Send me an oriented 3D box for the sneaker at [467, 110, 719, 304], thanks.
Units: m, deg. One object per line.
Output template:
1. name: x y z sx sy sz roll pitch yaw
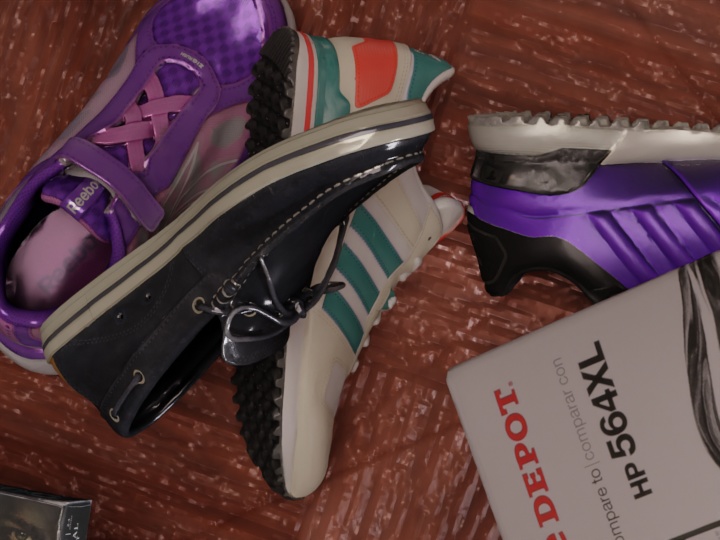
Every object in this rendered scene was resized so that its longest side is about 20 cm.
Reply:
1. sneaker: 0.140 -0.011 0.818 0.198 0.070 0.100 6 96 10

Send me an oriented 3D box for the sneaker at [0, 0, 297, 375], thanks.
1. sneaker: -0.098 -0.043 0.830 0.080 0.088 0.201 35 91 7

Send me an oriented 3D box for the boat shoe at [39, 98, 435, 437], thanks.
1. boat shoe: -0.042 0.000 0.746 0.200 0.074 0.063 -36 81 30

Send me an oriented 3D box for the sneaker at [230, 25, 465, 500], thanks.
1. sneaker: 0.000 -0.001 0.827 0.093 0.070 0.202 -1 101 -19

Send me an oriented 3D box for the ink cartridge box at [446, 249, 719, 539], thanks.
1. ink cartridge box: 0.151 0.070 0.733 0.199 0.084 0.147 -25 75 21

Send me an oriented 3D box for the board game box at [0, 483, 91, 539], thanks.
1. board game box: -0.210 0.139 0.776 0.198 0.028 0.137 8 88 17
